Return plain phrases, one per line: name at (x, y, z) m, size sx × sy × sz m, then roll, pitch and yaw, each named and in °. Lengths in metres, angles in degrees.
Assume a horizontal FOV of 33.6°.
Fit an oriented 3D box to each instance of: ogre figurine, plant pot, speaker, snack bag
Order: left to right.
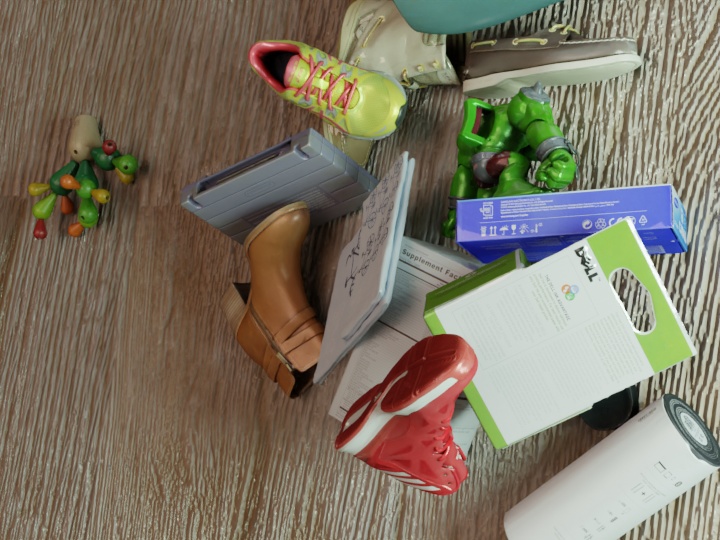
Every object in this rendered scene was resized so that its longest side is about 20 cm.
snack bag at (0.000, 0.000, 1.246) m, size 0.200 × 0.021 × 0.189 m, roll 128°, pitch 158°, yaw -53°
plant pot at (0.099, -0.329, 1.186) m, size 0.161 × 0.201 × 0.201 m, roll -24°, pitch 67°, yaw 16°
ogre figurine at (0.144, -0.110, 1.194) m, size 0.200 × 0.098 × 0.120 m, roll 117°, pitch 154°, yaw -71°
speaker at (0.227, 0.201, 1.089) m, size 0.200 × 0.081 × 0.081 m, roll -43°, pitch 59°, yaw 24°

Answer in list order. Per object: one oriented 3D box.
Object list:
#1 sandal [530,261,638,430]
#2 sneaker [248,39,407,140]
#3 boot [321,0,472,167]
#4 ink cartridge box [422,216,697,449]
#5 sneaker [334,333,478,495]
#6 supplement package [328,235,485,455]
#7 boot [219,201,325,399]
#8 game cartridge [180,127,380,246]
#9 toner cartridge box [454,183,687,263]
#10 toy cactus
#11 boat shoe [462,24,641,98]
sandal at (0.213, 0.055, 1.146) m, size 0.075 × 0.048 × 0.201 m, roll -31°, pitch 65°, yaw 30°
sneaker at (-0.042, -0.196, 1.273) m, size 0.200 × 0.090 × 0.078 m, roll 25°, pitch 98°, yaw 30°
boot at (0.043, -0.204, 1.314) m, size 0.155 × 0.072 × 0.200 m, roll 8°, pitch 87°, yaw 36°
ink cartridge box at (0.178, 0.050, 1.081) m, size 0.200 × 0.076 × 0.148 m, roll -27°, pitch 101°, yaw 11°
sneaker at (0.072, 0.134, 1.078) m, size 0.200 × 0.115 × 0.078 m, roll -40°, pitch 21°, yaw 50°
supplement package at (0.073, 0.081, 1.211) m, size 0.114 × 0.110 × 0.200 m, roll 28°, pitch 99°, yaw 38°
boot at (-0.074, 0.034, 1.353) m, size 0.155 × 0.074 × 0.200 m, roll 52°, pitch 132°, yaw 26°
game cartridge at (-0.091, -0.088, 1.359) m, size 0.200 × 0.130 × 0.038 m, roll -20°, pitch 56°, yaw 33°
toner cartridge box at (0.197, -0.041, 1.116) m, size 0.200 × 0.095 × 0.043 m, roll -3°, pitch 77°, yaw 22°
toy cactus at (-0.386, -0.138, 1.630) m, size 0.200 × 0.102 × 0.165 m, roll -31°, pitch 54°, yaw 39°
boat shoe at (0.189, -0.216, 1.202) m, size 0.200 × 0.072 × 0.060 m, roll -3°, pitch 83°, yaw 43°
